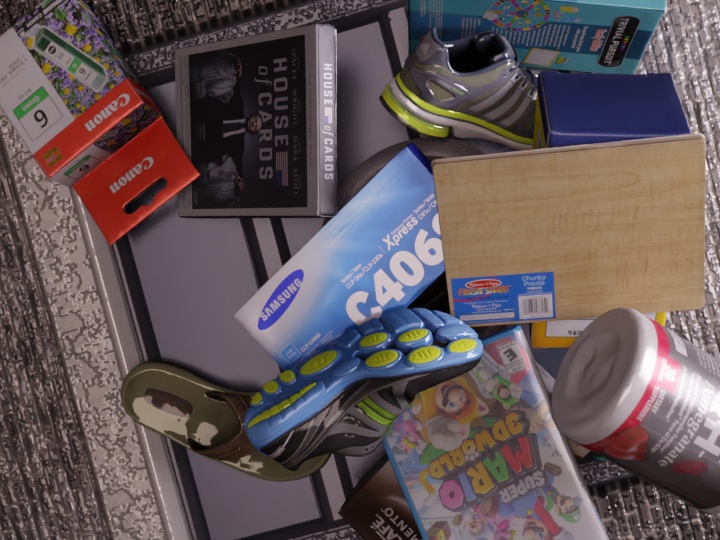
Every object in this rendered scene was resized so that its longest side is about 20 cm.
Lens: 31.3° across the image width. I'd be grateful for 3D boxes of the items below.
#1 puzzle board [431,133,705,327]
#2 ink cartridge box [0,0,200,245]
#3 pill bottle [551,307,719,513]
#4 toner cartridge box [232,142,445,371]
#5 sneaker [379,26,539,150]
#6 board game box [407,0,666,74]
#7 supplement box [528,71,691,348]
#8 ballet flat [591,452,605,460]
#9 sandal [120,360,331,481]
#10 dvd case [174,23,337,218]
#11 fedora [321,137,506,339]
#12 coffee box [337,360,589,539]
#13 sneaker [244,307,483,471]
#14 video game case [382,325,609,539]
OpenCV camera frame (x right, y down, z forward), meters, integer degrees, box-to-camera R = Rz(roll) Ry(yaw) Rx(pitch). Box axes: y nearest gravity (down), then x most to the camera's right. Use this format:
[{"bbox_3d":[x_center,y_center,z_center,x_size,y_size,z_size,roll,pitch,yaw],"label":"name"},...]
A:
[{"bbox_3d":[0.160,-0.028,0.975,0.198,0.017,0.152,-5,124,8],"label":"puzzle board"},{"bbox_3d":[-0.239,-0.134,1.116,0.109,0.050,0.201,-37,77,6],"label":"ink cartridge box"},{"bbox_3d":[0.257,0.121,1.000,0.199,0.111,0.111,29,95,-18],"label":"pill bottle"},{"bbox_3d":[0.000,0.000,1.038,0.200,0.043,0.095,-44,91,12],"label":"toner cartridge box"},{"bbox_3d":[0.118,-0.150,1.055,0.199,0.074,0.081,0,136,-32],"label":"sneaker"},{"bbox_3d":[0.138,-0.214,1.049,0.198,0.151,0.047,5,80,3],"label":"board game box"},{"bbox_3d":[0.193,-0.047,1.036,0.108,0.110,0.201,2,123,3],"label":"supplement box"},{"bbox_3d":[0.289,0.118,1.098,0.198,0.067,0.071,-6,101,6],"label":"ballet flat"},{"bbox_3d":[-0.121,0.138,1.136,0.199,0.057,0.081,15,94,3],"label":"sandal"},{"bbox_3d":[-0.091,-0.119,1.073,0.199,0.025,0.152,2,94,49],"label":"dvd case"},{"bbox_3d":[0.055,-0.016,1.098,0.175,0.090,0.202,11,101,5],"label":"fedora"},{"bbox_3d":[0.091,0.167,1.090,0.113,0.080,0.200,43,108,3],"label":"coffee box"},{"bbox_3d":[0.006,0.096,1.012,0.198,0.071,0.083,-28,127,9],"label":"sneaker"},{"bbox_3d":[0.101,0.162,1.034,0.142,0.018,0.201,-22,93,17],"label":"video game case"}]
